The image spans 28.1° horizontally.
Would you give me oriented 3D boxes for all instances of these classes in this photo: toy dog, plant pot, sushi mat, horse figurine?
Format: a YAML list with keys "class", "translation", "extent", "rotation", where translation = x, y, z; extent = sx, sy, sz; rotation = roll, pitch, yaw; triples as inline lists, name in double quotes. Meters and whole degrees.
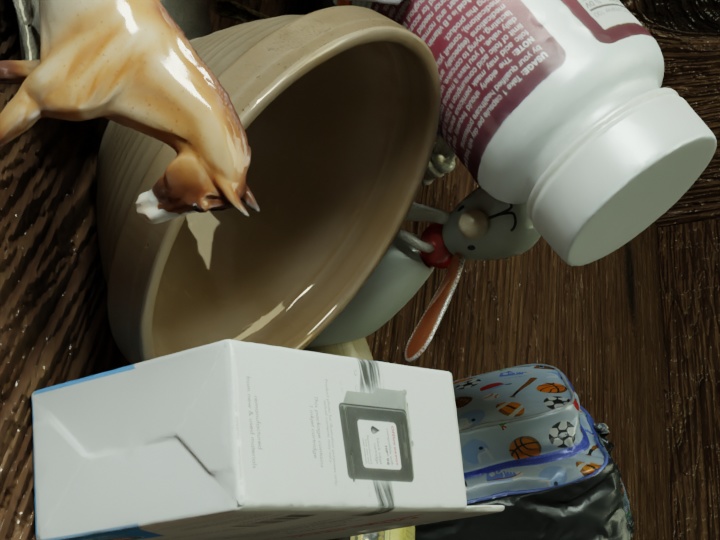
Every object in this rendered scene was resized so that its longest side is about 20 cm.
- class: "toy dog"
  translation: [0.000, 0.000, 0.816]
  extent: [0.096, 0.200, 0.132]
  rotation: [-14, 60, -51]
- class: "plant pot"
  translation: [-0.059, -0.045, 0.683]
  extent: [0.201, 0.093, 0.201]
  rotation: [-43, 154, -27]
- class: "sushi mat"
  translation: [-0.003, -0.126, 0.854]
  extent: [0.200, 0.095, 0.012]
  rotation: [1, 114, -66]
- class: "horse figurine"
  translation: [-0.113, -0.109, 0.537]
  extent: [0.050, 0.132, 0.201]
  rotation: [29, 54, -69]

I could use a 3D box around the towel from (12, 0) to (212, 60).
- class: "towel"
  translation: [-0.123, -0.151, 0.697]
  extent: [0.200, 0.034, 0.133]
  rotation: [-43, 124, -71]

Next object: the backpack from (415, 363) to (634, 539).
- class: "backpack"
  translation: [0.097, 0.153, 1.042]
  extent: [0.191, 0.199, 0.155]
  rotation: [-42, 124, -85]

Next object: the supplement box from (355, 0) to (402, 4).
- class: "supplement box"
  translation: [-0.024, -0.228, 0.655]
  extent: [0.061, 0.108, 0.201]
  rotation: [-59, 152, -69]

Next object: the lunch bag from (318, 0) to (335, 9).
- class: "lunch bag"
  translation: [0.050, -0.186, 1.011]
  extent: [0.127, 0.199, 0.171]
  rotation: [-3, 81, -47]

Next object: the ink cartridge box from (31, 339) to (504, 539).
- class: "ink cartridge box"
  translation: [-0.034, 0.082, 0.644]
  extent: [0.200, 0.115, 0.067]
  rotation: [13, 66, -53]

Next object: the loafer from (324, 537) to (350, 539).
- class: "loafer"
  translation: [-0.045, 0.154, 0.763]
  extent: [0.071, 0.073, 0.201]
  rotation: [49, 30, -44]

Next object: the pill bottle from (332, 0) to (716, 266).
- class: "pill bottle"
  translation: [0.082, -0.108, 0.739]
  extent: [0.200, 0.114, 0.114]
  rotation: [53, 8, 19]

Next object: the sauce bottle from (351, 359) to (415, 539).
- class: "sauce bottle"
  translation: [0.003, 0.152, 0.913]
  extent: [0.065, 0.064, 0.201]
  rotation: [59, 26, -51]
